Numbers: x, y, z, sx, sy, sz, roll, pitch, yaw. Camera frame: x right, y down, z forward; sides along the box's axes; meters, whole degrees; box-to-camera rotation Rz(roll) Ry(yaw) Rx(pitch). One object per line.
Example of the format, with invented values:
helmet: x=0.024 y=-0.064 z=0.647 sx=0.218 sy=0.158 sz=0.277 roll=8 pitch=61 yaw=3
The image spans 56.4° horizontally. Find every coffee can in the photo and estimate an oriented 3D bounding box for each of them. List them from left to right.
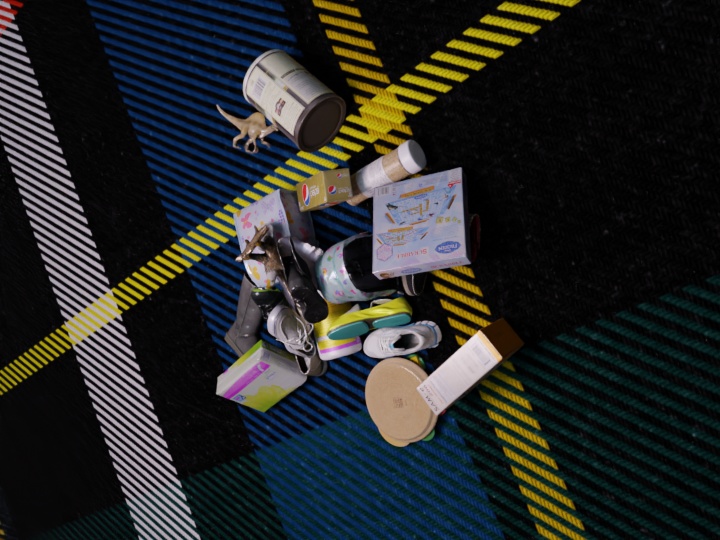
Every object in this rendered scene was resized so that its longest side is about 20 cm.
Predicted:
coffee can: x=-0.150 y=-0.387 z=1.528 sx=0.200 sy=0.146 sz=0.147 roll=44 pitch=118 yaw=22

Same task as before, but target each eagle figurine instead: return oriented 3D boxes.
eagle figurine: x=-0.173 y=-0.006 z=1.502 sx=0.152 sy=0.199 sz=0.151 roll=-63 pitch=22 yaw=-10

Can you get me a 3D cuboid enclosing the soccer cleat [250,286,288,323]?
soccer cleat: x=-0.214 y=0.089 z=1.618 sx=0.067 sy=0.200 sz=0.082 roll=-1 pitch=76 yaw=9

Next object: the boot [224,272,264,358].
boot: x=-0.267 y=0.132 z=1.739 sx=0.181 sy=0.072 sz=0.201 roll=35 pitch=108 yaw=24

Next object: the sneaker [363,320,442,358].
sneaker: x=0.076 y=0.157 z=1.486 sx=0.199 sy=0.086 sz=0.076 roll=-19 pitch=88 yaw=36

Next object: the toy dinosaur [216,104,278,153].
toy dinosaur: x=-0.280 y=-0.351 z=1.690 sx=0.198 sy=0.058 sz=0.102 roll=18 pitch=92 yaw=23

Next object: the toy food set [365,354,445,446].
toy food set: x=0.098 y=0.293 z=1.513 sx=0.197 sy=0.048 sz=0.202 roll=-27 pitch=81 yaw=34

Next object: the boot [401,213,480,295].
boot: x=0.167 y=-0.038 z=1.404 sx=0.149 sy=0.073 sz=0.202 roll=10 pitch=94 yaw=34

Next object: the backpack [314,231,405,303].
backpack: x=0.000 y=0.000 z=1.445 sx=0.126 sy=0.199 sz=0.168 roll=-29 pitch=81 yaw=36

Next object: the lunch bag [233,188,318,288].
lunch bag: x=-0.198 y=-0.071 z=1.621 sx=0.169 sy=0.127 sz=0.202 roll=-24 pitch=73 yaw=32

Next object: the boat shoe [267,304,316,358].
boat shoe: x=-0.141 y=0.149 z=1.512 sx=0.086 sy=0.203 sz=0.075 roll=23 pitch=66 yaw=25

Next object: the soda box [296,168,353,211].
soda box: x=-0.084 y=-0.178 z=1.503 sx=0.200 sy=0.063 sz=0.069 roll=175 pitch=86 yaw=-68

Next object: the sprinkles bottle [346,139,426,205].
sprinkles bottle: x=0.047 y=-0.210 z=1.463 sx=0.199 sy=0.068 sz=0.069 roll=-25 pitch=82 yaw=34

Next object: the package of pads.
package of pads: x=-0.244 y=0.271 z=1.686 sx=0.200 sy=0.154 sz=0.069 roll=-40 pitch=36 yaw=32

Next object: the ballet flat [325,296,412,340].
ballet flat: x=0.017 y=0.103 z=1.497 sx=0.198 sy=0.067 sz=0.068 roll=-14 pitch=57 yaw=4

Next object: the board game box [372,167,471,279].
board game box: x=0.121 y=-0.094 z=1.363 sx=0.198 sy=0.041 sz=0.202 roll=-10 pitch=64 yaw=24

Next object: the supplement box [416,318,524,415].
supplement box: x=0.223 y=0.195 z=1.365 sx=0.074 sy=0.126 sz=0.200 roll=51 pitch=121 yaw=16

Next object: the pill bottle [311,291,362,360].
pill bottle: x=-0.068 y=0.100 z=1.566 sx=0.104 sy=0.104 sz=0.202 roll=-16 pitch=88 yaw=35

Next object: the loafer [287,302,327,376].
loafer: x=-0.138 y=0.165 z=1.644 sx=0.075 sy=0.069 sz=0.202 roll=-24 pitch=83 yaw=34

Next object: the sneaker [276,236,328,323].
sneaker: x=-0.122 y=0.026 z=1.417 sx=0.060 sy=0.200 sz=0.105 roll=-22 pitch=57 yaw=3
